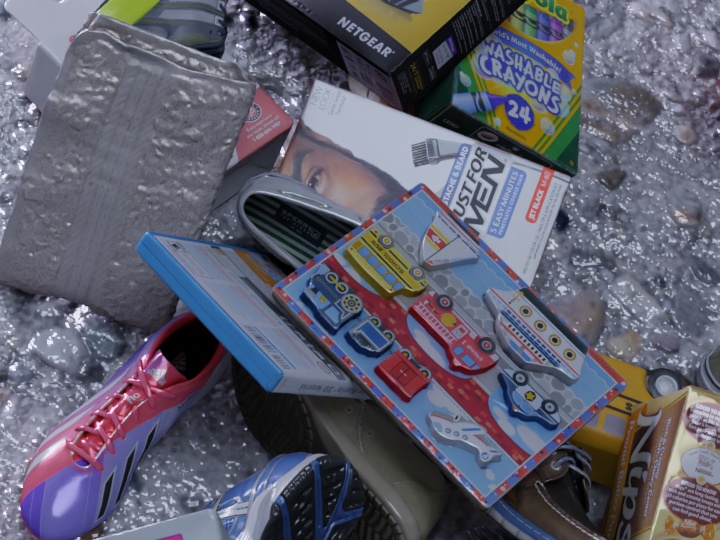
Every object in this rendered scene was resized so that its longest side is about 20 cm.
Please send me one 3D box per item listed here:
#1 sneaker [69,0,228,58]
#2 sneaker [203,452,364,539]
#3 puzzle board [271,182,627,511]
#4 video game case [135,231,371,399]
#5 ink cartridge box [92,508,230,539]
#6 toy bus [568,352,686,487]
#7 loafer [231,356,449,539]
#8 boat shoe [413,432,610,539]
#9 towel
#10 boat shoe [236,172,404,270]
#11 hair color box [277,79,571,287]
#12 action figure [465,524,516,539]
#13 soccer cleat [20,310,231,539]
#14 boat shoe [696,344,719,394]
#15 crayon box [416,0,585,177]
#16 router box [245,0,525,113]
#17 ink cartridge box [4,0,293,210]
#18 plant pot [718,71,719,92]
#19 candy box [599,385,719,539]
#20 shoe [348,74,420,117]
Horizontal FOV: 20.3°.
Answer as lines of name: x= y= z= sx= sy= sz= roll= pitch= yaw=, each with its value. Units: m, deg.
sneaker: x=-0.121 y=-0.186 z=1.437 sx=0.081 sy=0.074 sz=0.200 roll=42 pitch=62 yaw=0
sneaker: x=-0.083 y=0.196 z=1.292 sx=0.200 sy=0.077 sz=0.076 roll=-43 pitch=116 yaw=-20
puzzle board: x=0.061 y=0.043 z=1.318 sx=0.200 sy=0.017 sz=0.151 roll=45 pitch=56 yaw=13
video game case: x=-0.046 y=0.034 z=1.338 sx=0.143 sy=0.018 sz=0.200 roll=44 pitch=17 yaw=27
ink cartridge box: x=-0.162 y=0.251 z=1.195 sx=0.199 sy=0.044 sz=0.174 roll=-15 pitch=62 yaw=0
toy bus: x=0.168 y=0.104 z=1.433 sx=0.199 sy=0.065 sz=0.079 roll=19 pitch=56 yaw=-7
loafer: x=-0.014 y=0.110 z=1.363 sx=0.068 sy=0.076 sz=0.200 roll=-21 pitch=65 yaw=-40
boat shoe: x=0.113 y=0.137 z=1.328 sx=0.072 sy=0.072 sz=0.200 roll=-54 pitch=45 yaw=0
towel: x=-0.160 y=-0.065 z=1.371 sx=0.132 sy=0.034 sz=0.201 roll=19 pitch=100 yaw=-6
boat shoe: x=0.000 y=0.000 z=1.380 sx=0.199 sy=0.074 sz=0.067 roll=25 pitch=11 yaw=2
hair color box: x=0.039 y=-0.047 z=1.453 sx=0.199 sy=0.064 sz=0.111 roll=20 pitch=78 yaw=2
action figure: x=0.062 y=0.266 z=1.267 sx=0.102 sy=0.119 sz=0.201 roll=30 pitch=42 yaw=-23
soccer cleat: x=-0.152 y=0.094 z=1.320 sx=0.067 sy=0.077 sz=0.200 roll=38 pitch=54 yaw=7
boat shoe: x=0.342 y=0.047 z=1.530 sx=0.200 sy=0.062 sz=0.072 roll=-28 pitch=71 yaw=-32
crayon box: x=0.112 y=-0.171 z=1.572 sx=0.125 sy=0.052 sz=0.201 roll=26 pitch=51 yaw=-27
router box: x=0.017 y=-0.230 z=1.528 sx=0.157 sy=0.052 sz=0.200 roll=-44 pitch=57 yaw=-14
ink cartridge box: x=-0.161 y=-0.133 z=1.466 sx=0.200 sy=0.068 sz=0.116 roll=47 pitch=56 yaw=11
plant pot: x=0.402 y=-0.148 z=1.599 sx=0.200 sy=0.201 sz=0.183 roll=-28 pitch=63 yaw=-31
candy box: x=0.195 y=0.183 z=1.323 sx=0.055 sy=0.115 sz=0.201 roll=20 pitch=77 yaw=-7
shoe: x=0.025 y=-0.158 z=1.563 sx=0.070 sy=0.053 sz=0.201 roll=31 pitch=50 yaw=-42
